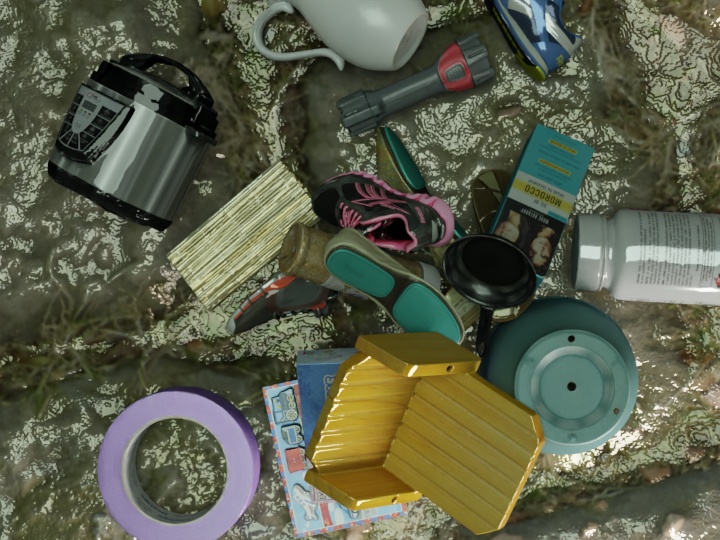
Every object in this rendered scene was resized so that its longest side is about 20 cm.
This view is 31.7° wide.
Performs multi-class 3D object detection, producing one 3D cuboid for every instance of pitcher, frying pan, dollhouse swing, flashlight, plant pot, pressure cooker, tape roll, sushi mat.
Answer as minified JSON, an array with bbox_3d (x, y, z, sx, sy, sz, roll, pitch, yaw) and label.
[{"bbox_3d":[-0.030,-0.313,1.590,0.200,0.121,0.172,33,109,14],"label":"pitcher"},{"bbox_3d":[0.166,0.026,1.505,0.115,0.031,0.190,-4,130,30],"label":"frying pan"},{"bbox_3d":[0.072,0.202,1.438,0.176,0.181,0.201,42,119,39],"label":"dollhouse swing"},{"bbox_3d":[0.068,-0.232,1.599,0.199,0.068,0.068,-23,60,5],"label":"flashlight"},{"bbox_3d":[0.245,0.134,1.528,0.199,0.188,0.201,0,91,4],"label":"plant pot"},{"bbox_3d":[-0.275,-0.170,1.571,0.175,0.179,0.200,28,92,-12],"label":"pressure cooker"},{"bbox_3d":[-0.231,0.251,1.620,0.199,0.066,0.201,0,90,3],"label":"tape roll"},{"bbox_3d":[-0.149,-0.046,1.640,0.200,0.012,0.096,-40,87,3],"label":"sushi mat"}]

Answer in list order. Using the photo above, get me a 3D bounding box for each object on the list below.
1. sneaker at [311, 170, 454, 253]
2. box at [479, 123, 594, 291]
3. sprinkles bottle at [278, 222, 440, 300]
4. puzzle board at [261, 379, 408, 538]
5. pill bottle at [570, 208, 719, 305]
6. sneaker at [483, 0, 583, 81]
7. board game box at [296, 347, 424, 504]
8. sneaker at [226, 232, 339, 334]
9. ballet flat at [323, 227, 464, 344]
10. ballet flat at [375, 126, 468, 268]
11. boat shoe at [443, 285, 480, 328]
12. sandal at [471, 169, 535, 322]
[{"bbox_3d":[0.012,-0.065,1.555,0.199,0.095,0.079,14,122,32],"label":"sneaker"},{"bbox_3d":[0.214,-0.078,1.556,0.082,0.049,0.200,24,65,1],"label":"box"},{"bbox_3d":[0.000,0.000,1.560,0.199,0.068,0.068,18,91,-25],"label":"sprinkles bottle"},{"bbox_3d":[-0.033,0.232,1.631,0.150,0.017,0.201,-13,90,4],"label":"puzzle board"},{"bbox_3d":[0.363,-0.018,1.557,0.199,0.113,0.114,3,90,3],"label":"pill bottle"},{"bbox_3d":[0.204,-0.340,1.591,0.082,0.074,0.200,-31,95,1],"label":"sneaker"},{"bbox_3d":[0.028,0.189,1.564,0.198,0.043,0.201,-4,113,4],"label":"board game box"},{"bbox_3d":[-0.077,0.034,1.607,0.200,0.077,0.082,-35,94,4],"label":"sneaker"},{"bbox_3d":[0.043,0.018,1.504,0.200,0.069,0.070,38,92,-13],"label":"ballet flat"},{"bbox_3d":[0.063,-0.087,1.604,0.071,0.071,0.200,-36,88,3],"label":"ballet flat"},{"bbox_3d":[0.099,0.092,1.594,0.063,0.073,0.200,35,91,3],"label":"boat shoe"},{"bbox_3d":[0.178,-0.029,1.593,0.080,0.054,0.201,-6,68,1],"label":"sandal"}]
